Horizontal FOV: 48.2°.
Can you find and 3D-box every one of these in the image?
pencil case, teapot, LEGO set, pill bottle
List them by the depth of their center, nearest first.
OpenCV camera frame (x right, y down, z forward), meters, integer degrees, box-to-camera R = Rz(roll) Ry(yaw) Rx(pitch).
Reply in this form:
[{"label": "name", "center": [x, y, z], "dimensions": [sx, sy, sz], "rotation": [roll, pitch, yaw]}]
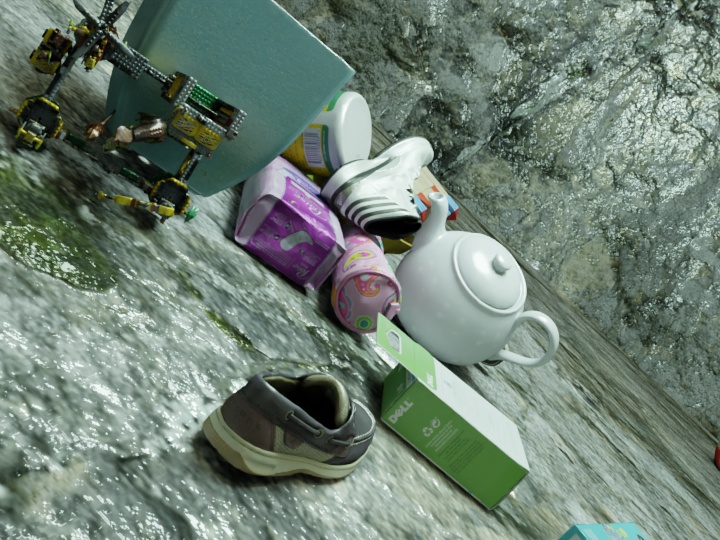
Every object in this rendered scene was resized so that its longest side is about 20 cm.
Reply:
[{"label": "LEGO set", "center": [-0.196, -0.129, 0.698], "dimensions": [0.200, 0.154, 0.116], "rotation": [41, 0, -25]}, {"label": "pencil case", "center": [0.000, 0.000, 0.987], "dimensions": [0.087, 0.087, 0.200], "rotation": [38, 13, -17]}, {"label": "teapot", "center": [0.152, 0.025, 1.075], "dimensions": [0.200, 0.146, 0.198], "rotation": [17, 54, -28]}, {"label": "pill bottle", "center": [-0.095, -0.186, 1.079], "dimensions": [0.200, 0.113, 0.113], "rotation": [6, 1, 21]}]

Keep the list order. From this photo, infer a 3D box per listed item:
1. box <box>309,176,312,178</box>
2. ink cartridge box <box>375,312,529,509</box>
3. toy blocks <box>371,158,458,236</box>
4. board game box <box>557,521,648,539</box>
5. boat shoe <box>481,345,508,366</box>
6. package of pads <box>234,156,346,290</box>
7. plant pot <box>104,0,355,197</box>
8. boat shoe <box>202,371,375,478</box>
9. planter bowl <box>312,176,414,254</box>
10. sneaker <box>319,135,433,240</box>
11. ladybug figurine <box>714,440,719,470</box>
[{"label": "box", "center": [-0.097, -0.197, 1.403], "dimensions": [0.200, 0.048, 0.122], "rotation": [50, 16, 28]}, {"label": "ink cartridge box", "center": [0.074, 0.139, 0.819], "dimensions": [0.200, 0.059, 0.104], "rotation": [40, 13, -7]}, {"label": "toy blocks", "center": [0.074, -0.110, 1.188], "dimensions": [0.137, 0.100, 0.200], "rotation": [52, 25, 2]}, {"label": "board game box", "center": [0.292, 0.338, 0.837], "dimensions": [0.200, 0.047, 0.151], "rotation": [24, 23, -53]}, {"label": "boat shoe", "center": [0.135, 0.075, 1.184], "dimensions": [0.200, 0.073, 0.065], "rotation": [43, 34, -5]}, {"label": "package of pads", "center": [-0.086, -0.066, 0.973], "dimensions": [0.120, 0.076, 0.200], "rotation": [35, 15, -17]}, {"label": "plant pot", "center": [-0.164, -0.195, 0.854], "dimensions": [0.196, 0.200, 0.196], "rotation": [34, 2, -27]}, {"label": "boat shoe", "center": [-0.034, 0.109, 0.601], "dimensions": [0.072, 0.065, 0.200], "rotation": [48, 14, 28]}, {"label": "planter bowl", "center": [-0.013, -0.073, 1.176], "dimensions": [0.200, 0.083, 0.200], "rotation": [40, 13, -11]}, {"label": "sneaker", "center": [0.049, -0.098, 1.039], "dimensions": [0.200, 0.076, 0.115], "rotation": [-30, 74, -42]}, {"label": "ladybug figurine", "center": [1.030, 0.534, 2.214], "dimensions": [0.136, 0.072, 0.200], "rotation": [46, 15, 18]}]
